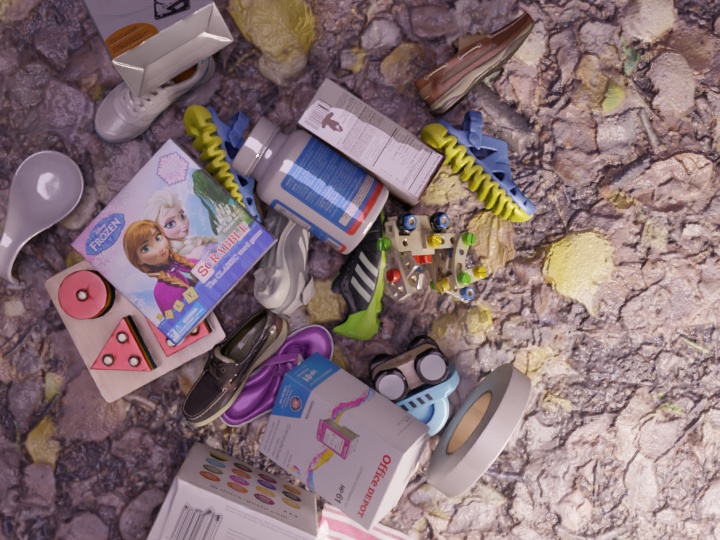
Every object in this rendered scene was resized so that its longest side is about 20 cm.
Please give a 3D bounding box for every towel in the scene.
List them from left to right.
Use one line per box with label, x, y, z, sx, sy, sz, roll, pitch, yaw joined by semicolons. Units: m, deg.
towel;-0.021;0.458;1.281;0.146;0.030;0.201;21;88;-3

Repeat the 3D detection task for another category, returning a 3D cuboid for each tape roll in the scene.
tape roll;0.161;0.219;1.207;0.037;0.203;0.203;35;88;-1

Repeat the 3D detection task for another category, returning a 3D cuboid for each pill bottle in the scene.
pill bottle;-0.071;-0.120;1.191;0.199;0.112;0.113;34;88;-9

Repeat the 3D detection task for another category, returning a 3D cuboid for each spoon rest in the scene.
spoon rest;-0.465;-0.075;1.245;0.099;0.061;0.201;26;89;-3

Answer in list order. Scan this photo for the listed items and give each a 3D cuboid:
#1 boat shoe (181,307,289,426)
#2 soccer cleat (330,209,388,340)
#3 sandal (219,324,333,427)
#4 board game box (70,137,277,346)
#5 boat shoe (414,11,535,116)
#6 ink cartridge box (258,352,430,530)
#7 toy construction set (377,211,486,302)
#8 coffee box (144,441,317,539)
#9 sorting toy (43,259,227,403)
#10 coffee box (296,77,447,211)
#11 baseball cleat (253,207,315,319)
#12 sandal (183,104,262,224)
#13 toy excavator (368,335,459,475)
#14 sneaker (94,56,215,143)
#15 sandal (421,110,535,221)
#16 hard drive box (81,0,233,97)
boat shoe;-0.187;0.130;1.245;0.201;0.066;0.072;-47;53;-7
soccer cleat;0.000;0.000;1.268;0.080;0.068;0.202;6;91;3
sandal;-0.119;0.159;1.267;0.202;0.050;0.083;-40;92;-3
board game box;-0.251;-0.038;1.191;0.199;0.041;0.200;43;91;-1
boat shoe;0.163;-0.311;1.273;0.200;0.076;0.074;-41;89;-3
ink cartridge box;-0.024;0.231;1.197;0.199;0.085;0.145;30;119;18
toy construction set;0.091;-0.015;1.226;0.092;0.199;0.132;-7;87;39
coffee box;-0.188;0.380;1.189;0.199;0.198;0.201;25;90;-4
sorting toy;-0.323;0.059;1.247;0.198;0.070;0.201;-28;91;-3
coffee box;0.012;-0.175;1.244;0.199;0.114;0.080;33;86;-3
baseball cleat;-0.100;-0.027;1.266;0.069;0.106;0.201;1;62;32
sandal;-0.177;-0.149;1.255;0.087;0.079;0.201;-24;100;-30
toy excavator;0.067;0.222;1.261;0.193;0.100;0.201;-24;100;-2
sneaker;-0.298;-0.258;1.244;0.200;0.081;0.077;-39;93;-1
sandal;0.184;-0.156;1.266;0.087;0.079;0.200;-44;95;-12
hard drive box;-0.287;-0.357;1.201;0.155;0.077;0.200;-31;57;-3
